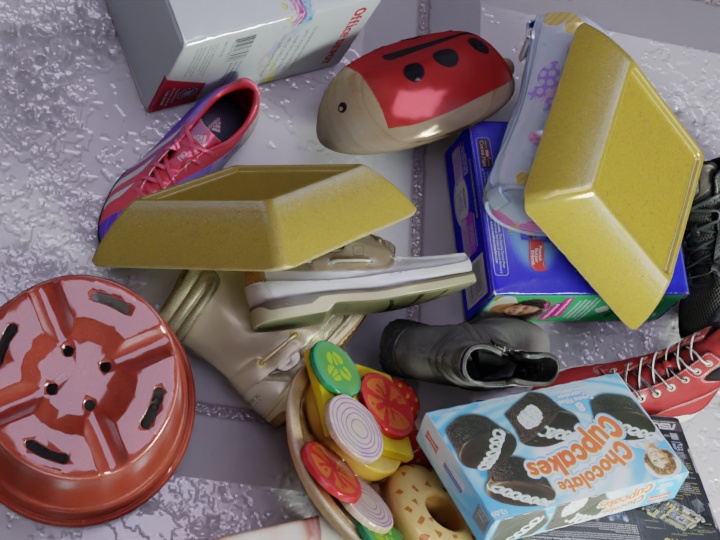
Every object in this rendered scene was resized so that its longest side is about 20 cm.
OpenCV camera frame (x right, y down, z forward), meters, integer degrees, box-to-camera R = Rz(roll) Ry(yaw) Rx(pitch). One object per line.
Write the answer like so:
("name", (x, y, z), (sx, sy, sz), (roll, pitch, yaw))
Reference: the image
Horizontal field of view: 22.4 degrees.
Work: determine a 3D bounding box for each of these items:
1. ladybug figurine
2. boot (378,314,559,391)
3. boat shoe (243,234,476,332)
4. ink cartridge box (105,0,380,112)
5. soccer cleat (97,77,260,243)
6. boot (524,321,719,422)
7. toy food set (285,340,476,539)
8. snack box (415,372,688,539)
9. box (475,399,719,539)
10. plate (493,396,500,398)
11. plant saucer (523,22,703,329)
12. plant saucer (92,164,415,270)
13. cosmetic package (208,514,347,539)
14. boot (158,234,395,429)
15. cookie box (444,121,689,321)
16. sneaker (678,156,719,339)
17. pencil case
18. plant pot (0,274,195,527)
("ladybug figurine", (0.050, -0.165, 1.638), (0.198, 0.136, 0.073), (-22, 118, -21))
("boot", (0.123, 0.080, 1.554), (0.199, 0.130, 0.069), (2, 96, -42))
("boat shoe", (0.000, 0.000, 1.515), (0.198, 0.075, 0.069), (-8, 78, -18))
("ink cartridge box", (-0.107, -0.252, 1.609), (0.198, 0.145, 0.146), (-16, 77, -24))
("soccer cleat", (-0.156, -0.091, 1.573), (0.068, 0.073, 0.200), (40, 63, -2))
("boot", (0.248, 0.092, 1.602), (0.198, 0.144, 0.073), (-7, 67, -26))
("toy food set", (0.015, 0.154, 1.479), (0.197, 0.049, 0.202), (21, 42, -42))
("snack box", (0.157, 0.151, 1.483), (0.198, 0.037, 0.117), (-9, 49, -30))
("box", (0.196, 0.188, 1.527), (0.198, 0.049, 0.162), (6, 41, -20))
("plate", (0.109, 0.243, 1.571), (0.199, 0.032, 0.201), (-36, 86, -26))
("plant saucer", (0.234, -0.083, 1.583), (0.200, 0.048, 0.202), (44, 54, -38))
("plant saucer", (-0.087, -0.049, 1.474), (0.199, 0.198, 0.049), (-26, 112, -53))
("cosmetic package", (-0.100, 0.258, 1.453), (0.198, 0.103, 0.088), (-8, 74, -23))
("boot", (-0.073, 0.015, 1.568), (0.155, 0.073, 0.201), (37, 67, -3))
("cookie box", (0.189, -0.044, 1.677), (0.198, 0.075, 0.173), (0, 70, -19))
("sneaker", (0.320, -0.026, 1.699), (0.114, 0.076, 0.201), (41, 57, -31))
("pencil case", (0.169, -0.131, 1.612), (0.090, 0.083, 0.202), (35, 59, -36))
("plant pot", (-0.219, 0.092, 1.395), (0.198, 0.195, 0.203), (2, 80, -9))
